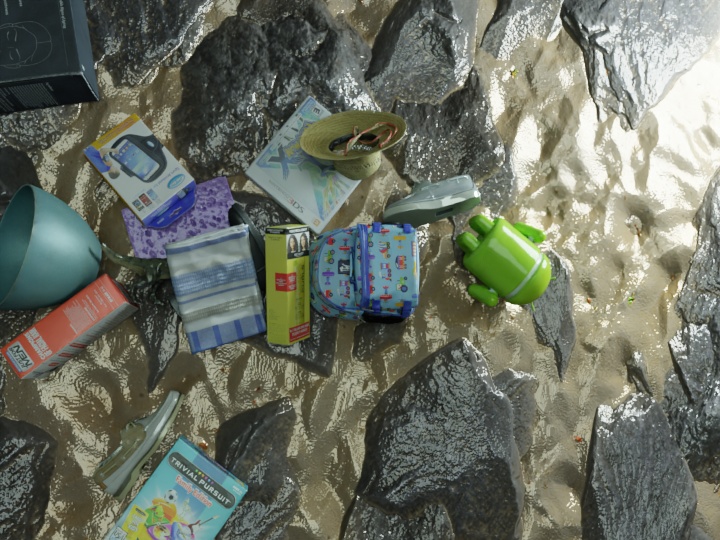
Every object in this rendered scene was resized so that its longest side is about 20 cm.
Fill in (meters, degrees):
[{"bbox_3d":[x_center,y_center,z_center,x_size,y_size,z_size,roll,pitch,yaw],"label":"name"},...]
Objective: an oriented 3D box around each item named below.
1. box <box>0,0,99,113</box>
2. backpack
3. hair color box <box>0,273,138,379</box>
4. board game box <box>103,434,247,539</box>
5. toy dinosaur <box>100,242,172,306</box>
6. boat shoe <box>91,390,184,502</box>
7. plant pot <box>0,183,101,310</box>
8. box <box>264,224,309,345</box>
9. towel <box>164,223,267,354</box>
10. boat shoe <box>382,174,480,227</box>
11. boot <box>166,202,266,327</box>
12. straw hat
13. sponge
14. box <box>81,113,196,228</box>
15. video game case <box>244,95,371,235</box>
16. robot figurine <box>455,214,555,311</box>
[{"bbox_3d":[-0.583,-0.401,1.119,0.192,0.124,0.205,-10,83,-9],"label":"box"},{"bbox_3d":[0.000,0.000,1.153,0.195,0.135,0.187,5,81,-5],"label":"backpack"},{"bbox_3d":[-0.481,0.096,1.073,0.199,0.111,0.064,-39,88,-13],"label":"hair color box"},{"bbox_3d":[-0.311,0.412,1.089,0.150,0.047,0.201,37,79,-3],"label":"board game box"},{"bbox_3d":[-0.364,0.014,1.113,0.198,0.047,0.090,13,89,-43],"label":"toy dinosaur"},{"bbox_3d":[-0.375,0.285,1.082,0.068,0.075,0.202,34,79,-9],"label":"boat shoe"},{"bbox_3d":[-0.514,-0.023,1.061,0.133,0.198,0.205,20,77,-43],"label":"plant pot"},{"bbox_3d":[-0.128,0.023,1.127,0.049,0.075,0.205,5,99,28],"label":"box"},{"bbox_3d":[-0.243,0.032,1.095,0.144,0.024,0.204,-15,108,-19],"label":"towel"},{"bbox_3d":[0.131,-0.137,1.233,0.197,0.070,0.073,-14,65,-9],"label":"boat shoe"},{"bbox_3d":[-0.255,0.002,1.132,0.198,0.066,0.167,-33,105,-10],"label":"boot"},{"bbox_3d":[-0.009,-0.215,1.179,0.197,0.202,0.086,-20,130,-11],"label":"straw hat"},{"bbox_3d":[-0.322,-0.087,1.165,0.196,0.030,0.114,-20,86,-12],"label":"sponge"},{"bbox_3d":[-0.386,-0.172,1.140,0.119,0.042,0.200,-41,78,-17],"label":"box"},{"bbox_3d":[-0.091,-0.202,1.222,0.181,0.022,0.201,39,78,-2],"label":"video game case"},{"bbox_3d":[0.274,-0.017,1.207,0.199,0.116,0.177,39,84,-2],"label":"robot figurine"}]
